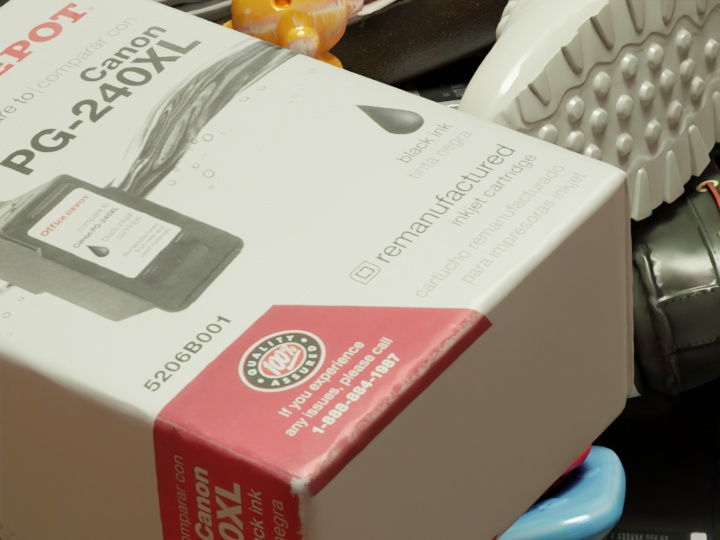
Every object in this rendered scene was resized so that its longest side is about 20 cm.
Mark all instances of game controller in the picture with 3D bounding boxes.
[{"bbox_3d":[0.098,0.102,0.929,0.104,0.042,0.200,-4,38,9],"label":"game controller"}]

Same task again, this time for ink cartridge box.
[{"bbox_3d":[-0.050,0.011,0.774,0.200,0.084,0.145,22,46,30],"label":"ink cartridge box"}]

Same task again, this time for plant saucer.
[{"bbox_3d":[0.030,-0.101,1.083,0.200,0.032,0.200,-22,10,4],"label":"plant saucer"}]

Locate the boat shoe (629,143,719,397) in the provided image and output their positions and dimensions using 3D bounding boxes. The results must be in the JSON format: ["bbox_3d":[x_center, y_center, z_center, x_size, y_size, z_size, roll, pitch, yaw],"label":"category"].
[{"bbox_3d":[0.112,-0.008,0.989,0.063,0.074,0.201,-12,13,9],"label":"boat shoe"}]

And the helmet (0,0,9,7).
[{"bbox_3d":[-0.213,-0.076,0.963,0.191,0.200,0.200,37,48,26],"label":"helmet"}]

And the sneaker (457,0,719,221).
[{"bbox_3d":[0.079,-0.077,0.932,0.080,0.077,0.200,14,37,32],"label":"sneaker"}]

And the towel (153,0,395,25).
[{"bbox_3d":[0.001,-0.121,1.085,0.191,0.032,0.200,-30,12,-36],"label":"towel"}]

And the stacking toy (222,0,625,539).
[{"bbox_3d":[0.000,0.000,0.884,0.116,0.200,0.110,-17,7,6],"label":"stacking toy"}]

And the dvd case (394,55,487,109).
[{"bbox_3d":[0.105,-0.065,1.033,0.199,0.025,0.150,-6,10,0],"label":"dvd case"}]
